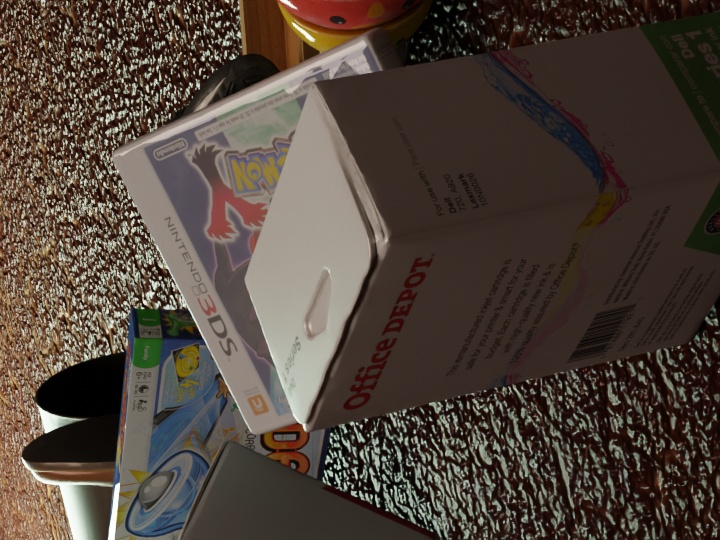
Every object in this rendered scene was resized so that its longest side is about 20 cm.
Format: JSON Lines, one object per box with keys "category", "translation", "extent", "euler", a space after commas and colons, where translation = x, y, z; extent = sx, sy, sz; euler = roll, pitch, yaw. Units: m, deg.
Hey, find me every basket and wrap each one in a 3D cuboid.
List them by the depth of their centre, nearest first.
{"category": "basket", "translation": [-0.155, 0.177, 1.621], "extent": [0.180, 0.135, 0.202], "euler": [-154, 53, -69]}

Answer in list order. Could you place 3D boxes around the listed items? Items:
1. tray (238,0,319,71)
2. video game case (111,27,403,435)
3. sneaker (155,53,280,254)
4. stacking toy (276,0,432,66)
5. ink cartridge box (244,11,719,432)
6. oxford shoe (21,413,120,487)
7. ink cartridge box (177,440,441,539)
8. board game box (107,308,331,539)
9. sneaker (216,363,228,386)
{"category": "tray", "translation": [-0.036, -0.100, 1.330], "extent": [0.099, 0.037, 0.202], "euler": [-148, 52, -61]}
{"category": "video game case", "translation": [-0.025, -0.015, 1.179], "extent": [0.199, 0.023, 0.183], "euler": [-20, 100, 38]}
{"category": "sneaker", "translation": [-0.094, -0.078, 1.341], "extent": [0.200, 0.073, 0.080], "euler": [121, 138, -58]}
{"category": "stacking toy", "translation": [0.000, -0.162, 1.150], "extent": [0.201, 0.145, 0.147], "euler": [78, 167, -54]}
{"category": "ink cartridge box", "translation": [0.064, -0.020, 0.918], "extent": [0.084, 0.199, 0.145], "euler": [65, 153, 28]}
{"category": "oxford shoe", "translation": [-0.134, 0.140, 1.486], "extent": [0.071, 0.198, 0.072], "euler": [-69, -23, -62]}
{"category": "ink cartridge box", "translation": [-0.050, 0.214, 1.351], "extent": [0.201, 0.145, 0.083], "euler": [111, -177, -52]}
{"category": "board game box", "translation": [-0.090, 0.115, 1.409], "extent": [0.035, 0.134, 0.201], "euler": [-105, 20, -54]}
{"category": "sneaker", "translation": [0.000, 0.000, 1.243], "extent": [0.200, 0.088, 0.076], "euler": [-35, 95, 40]}
